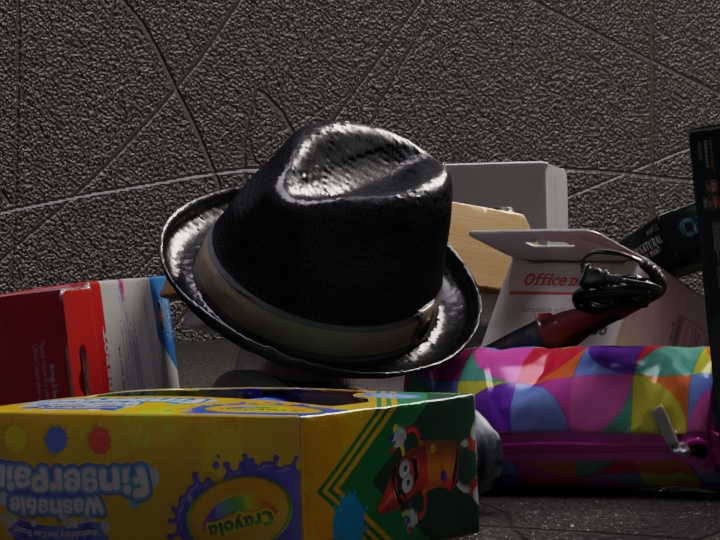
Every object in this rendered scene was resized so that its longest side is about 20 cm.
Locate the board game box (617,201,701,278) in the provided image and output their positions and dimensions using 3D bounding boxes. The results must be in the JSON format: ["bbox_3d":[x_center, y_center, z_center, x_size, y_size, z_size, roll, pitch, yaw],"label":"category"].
[{"bbox_3d":[0.207,-0.020,1.773,0.135,0.028,0.200,-21,-6,-19],"label":"board game box"}]

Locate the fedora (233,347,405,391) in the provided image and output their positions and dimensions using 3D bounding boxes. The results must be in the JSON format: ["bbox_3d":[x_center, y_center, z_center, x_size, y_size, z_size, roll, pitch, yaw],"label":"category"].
[{"bbox_3d":[-0.021,0.077,1.765,0.176,0.091,0.200,-1,1,20],"label":"fedora"}]

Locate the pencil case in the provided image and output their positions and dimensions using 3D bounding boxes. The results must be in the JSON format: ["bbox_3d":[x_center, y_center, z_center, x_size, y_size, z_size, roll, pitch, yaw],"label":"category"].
[{"bbox_3d":[0.122,0.081,1.623,0.199,0.089,0.088,-2,1,26],"label":"pencil case"}]

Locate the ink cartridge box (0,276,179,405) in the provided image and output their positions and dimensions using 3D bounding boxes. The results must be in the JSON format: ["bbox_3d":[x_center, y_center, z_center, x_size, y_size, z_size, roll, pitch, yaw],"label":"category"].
[{"bbox_3d":[-0.168,0.066,1.763,0.067,0.117,0.200,-7,-1,13],"label":"ink cartridge box"}]

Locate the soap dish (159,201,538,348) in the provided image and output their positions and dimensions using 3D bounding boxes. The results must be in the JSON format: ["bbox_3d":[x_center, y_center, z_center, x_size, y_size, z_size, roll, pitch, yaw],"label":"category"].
[{"bbox_3d":[0.000,0.000,1.829,0.200,0.082,0.157,9,-14,-37],"label":"soap dish"}]

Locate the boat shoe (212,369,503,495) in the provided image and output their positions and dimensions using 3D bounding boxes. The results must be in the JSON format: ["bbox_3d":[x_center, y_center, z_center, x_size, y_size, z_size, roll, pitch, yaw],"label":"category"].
[{"bbox_3d":[-0.007,0.096,1.580,0.091,0.071,0.200,1,6,-29],"label":"boat shoe"}]

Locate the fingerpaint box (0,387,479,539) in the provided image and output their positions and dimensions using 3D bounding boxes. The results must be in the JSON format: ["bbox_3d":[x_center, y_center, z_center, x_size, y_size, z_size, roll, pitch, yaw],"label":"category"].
[{"bbox_3d":[-0.070,0.094,1.381,0.199,0.074,0.167,-1,1,31],"label":"fingerpaint box"}]

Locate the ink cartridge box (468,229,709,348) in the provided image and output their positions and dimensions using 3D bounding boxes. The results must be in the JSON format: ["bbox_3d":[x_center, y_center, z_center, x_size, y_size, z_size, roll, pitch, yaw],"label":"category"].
[{"bbox_3d":[0.155,0.045,1.729,0.200,0.068,0.116,32,-20,-34],"label":"ink cartridge box"}]

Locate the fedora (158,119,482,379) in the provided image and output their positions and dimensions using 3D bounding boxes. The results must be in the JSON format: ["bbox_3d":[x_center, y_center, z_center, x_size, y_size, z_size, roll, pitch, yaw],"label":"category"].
[{"bbox_3d":[-0.012,-0.025,1.627,0.200,0.092,0.201,15,29,-9],"label":"fedora"}]

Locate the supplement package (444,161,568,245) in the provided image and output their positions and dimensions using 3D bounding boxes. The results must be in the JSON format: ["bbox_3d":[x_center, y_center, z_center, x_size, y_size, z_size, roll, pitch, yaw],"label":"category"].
[{"bbox_3d":[0.080,0.015,2.232,0.147,0.192,0.200,-1,1,8],"label":"supplement package"}]

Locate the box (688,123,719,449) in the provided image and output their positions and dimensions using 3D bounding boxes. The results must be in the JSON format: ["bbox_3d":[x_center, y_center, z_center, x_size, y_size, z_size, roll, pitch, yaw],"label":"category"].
[{"bbox_3d":[0.228,0.020,1.559,0.046,0.201,0.159,-6,-1,25],"label":"box"}]

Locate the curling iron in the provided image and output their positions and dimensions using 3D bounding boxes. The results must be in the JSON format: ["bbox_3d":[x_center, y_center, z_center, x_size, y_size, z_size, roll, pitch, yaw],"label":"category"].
[{"bbox_3d":[0.104,0.030,1.653,0.049,0.026,0.200,26,-29,-21],"label":"curling iron"}]
